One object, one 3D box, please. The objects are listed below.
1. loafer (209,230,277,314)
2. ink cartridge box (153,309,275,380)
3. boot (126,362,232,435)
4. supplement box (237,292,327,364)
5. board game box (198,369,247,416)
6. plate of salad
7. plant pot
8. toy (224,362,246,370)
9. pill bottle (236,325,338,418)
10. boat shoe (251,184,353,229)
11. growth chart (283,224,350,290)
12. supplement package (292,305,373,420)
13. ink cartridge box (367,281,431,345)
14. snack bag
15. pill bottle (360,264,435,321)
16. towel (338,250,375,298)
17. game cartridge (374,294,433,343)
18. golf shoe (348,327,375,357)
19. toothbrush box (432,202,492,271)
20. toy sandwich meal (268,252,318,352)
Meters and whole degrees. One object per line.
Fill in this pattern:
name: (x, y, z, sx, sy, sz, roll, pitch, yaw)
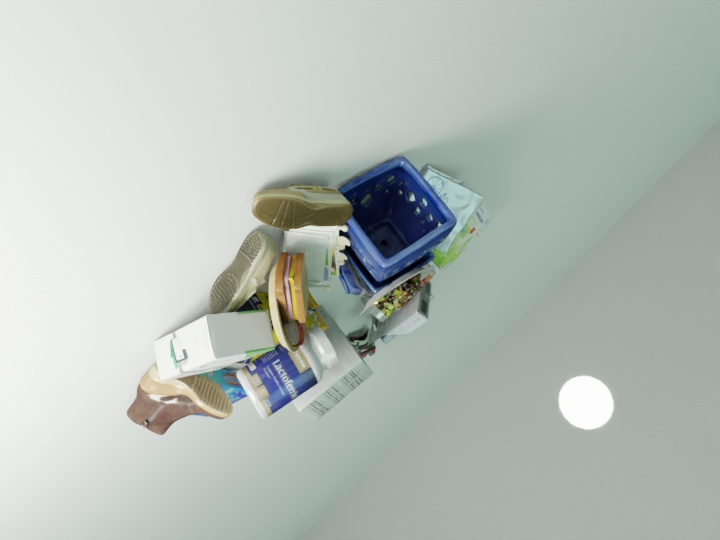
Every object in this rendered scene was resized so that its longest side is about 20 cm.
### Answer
loafer: (-0.222, 0.016, 1.030, 0.068, 0.076, 0.201, 15, 119, -52)
ink cartridge box: (-0.287, 0.145, 1.035, 0.199, 0.086, 0.145, -25, 166, 38)
boot: (-0.385, 0.293, 1.131, 0.167, 0.198, 0.073, -54, -171, 26)
supplement box: (-0.191, 0.128, 1.199, 0.110, 0.109, 0.199, -51, 152, 20)
board game box: (-0.360, 0.286, 1.243, 0.151, 0.045, 0.200, -28, 154, 10)
plate of salad: (0.084, 0.055, 1.157, 0.198, 0.048, 0.200, -31, 169, -6)
plant pot: (0.059, -0.084, 1.128, 0.198, 0.201, 0.181, -30, 158, -20)
toy: (-0.251, 0.210, 1.238, 0.197, 0.048, 0.115, 12, 157, -22)
pill bottle: (-0.151, 0.210, 1.125, 0.199, 0.116, 0.116, -32, 152, -17)
boat shoe: (-0.111, -0.123, 0.980, 0.197, 0.067, 0.074, 2, 134, -34)
growth chart: (-0.099, -0.029, 1.094, 0.142, 0.018, 0.202, 13, 134, -3)
supplement package: (-0.108, 0.244, 1.388, 0.199, 0.192, 0.147, -38, 152, -4)
ink cartridge box: (0.113, 0.124, 1.505, 0.200, 0.057, 0.164, -43, -161, 34)
snack bag: (0.188, -0.146, 1.302, 0.198, 0.022, 0.190, 18, 119, -28)
pill bottle: (0.101, 0.039, 1.449, 0.200, 0.110, 0.109, -46, 153, 8)
towel: (0.000, 0.000, 1.219, 0.024, 0.148, 0.199, -35, 157, 22)
game cartridge: (0.125, 0.117, 1.592, 0.038, 0.130, 0.200, 42, 99, -18)
golf shoe: (-0.042, 0.246, 1.634, 0.198, 0.077, 0.089, -28, 131, -30)
toothbrush box: (0.251, -0.111, 1.453, 0.200, 0.086, 0.145, -46, 152, 5)
toy sandwich meal: (-0.125, 0.059, 1.045, 0.069, 0.208, 0.206, -8, 153, 6)
